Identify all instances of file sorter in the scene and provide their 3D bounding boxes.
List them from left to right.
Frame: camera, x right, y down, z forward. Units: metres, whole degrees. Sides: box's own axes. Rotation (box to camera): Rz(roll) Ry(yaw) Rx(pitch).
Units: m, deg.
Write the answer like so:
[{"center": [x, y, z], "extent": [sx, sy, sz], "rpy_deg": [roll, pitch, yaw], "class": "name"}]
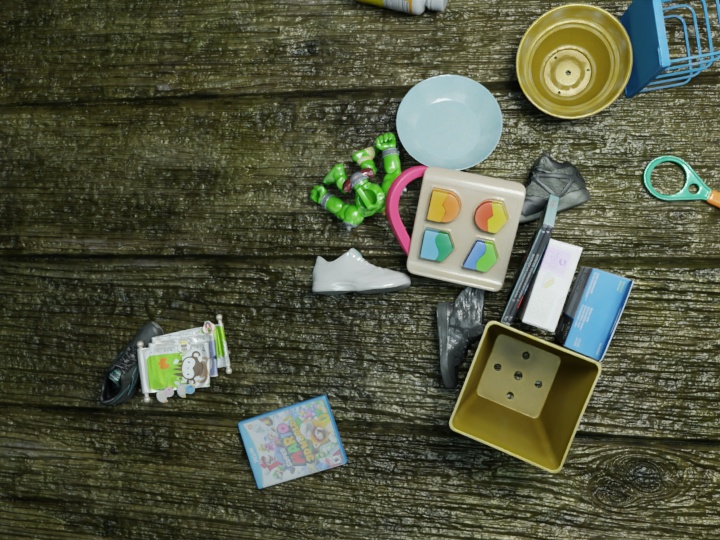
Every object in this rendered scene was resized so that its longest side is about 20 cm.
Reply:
[{"center": [0.528, -0.396, 1.089], "extent": [0.121, 0.200, 0.140], "rpy_deg": [-9, 90, 8], "class": "file sorter"}]

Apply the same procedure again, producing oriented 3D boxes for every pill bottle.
[{"center": [0.070, -0.551, 1.214], "extent": [0.198, 0.109, 0.110], "rpy_deg": [17, 94, 10], "class": "pill bottle"}]

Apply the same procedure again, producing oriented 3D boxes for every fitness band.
[{"center": [0.128, -0.100, 1.216], "extent": [0.143, 0.037, 0.201], "rpy_deg": [-30, 113, -3], "class": "fitness band"}]

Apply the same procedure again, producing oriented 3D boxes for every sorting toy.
[{"center": [0.188, -0.073, 1.166], "extent": [0.183, 0.036, 0.202], "rpy_deg": [12, 106, 7], "class": "sorting toy"}]

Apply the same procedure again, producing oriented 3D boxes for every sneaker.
[{"center": [-0.480, 0.201, 1.352], "extent": [0.075, 0.079, 0.201], "rpy_deg": [30, 95, 10], "class": "sneaker"}, {"center": [0.000, 0.000, 1.265], "extent": [0.198, 0.075, 0.090], "rpy_deg": [-1, 80, 12], "class": "sneaker"}, {"center": [0.202, 0.123, 1.232], "extent": [0.103, 0.060, 0.202], "rpy_deg": [-6, 87, 15], "class": "sneaker"}, {"center": [0.316, -0.147, 1.198], "extent": [0.198, 0.076, 0.115], "rpy_deg": [-21, 86, 7], "class": "sneaker"}]

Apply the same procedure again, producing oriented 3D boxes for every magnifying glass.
[{"center": [0.612, -0.145, 1.169], "extent": [0.198, 0.022, 0.080], "rpy_deg": [26, 96, 8], "class": "magnifying glass"}]

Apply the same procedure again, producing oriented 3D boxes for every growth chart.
[{"center": [-0.366, 0.188, 1.337], "extent": [0.198, 0.018, 0.146], "rpy_deg": [-16, 90, -8], "class": "growth chart"}]

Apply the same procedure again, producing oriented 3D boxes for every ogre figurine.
[{"center": [0.003, -0.162, 1.245], "extent": [0.199, 0.098, 0.121], "rpy_deg": [-28, 75, -1], "class": "ogre figurine"}]

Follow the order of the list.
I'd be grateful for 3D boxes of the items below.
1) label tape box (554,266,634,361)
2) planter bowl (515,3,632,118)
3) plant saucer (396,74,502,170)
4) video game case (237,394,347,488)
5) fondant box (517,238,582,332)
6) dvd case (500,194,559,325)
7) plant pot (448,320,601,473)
[{"center": [0.402, 0.071, 1.122], "extent": [0.066, 0.200, 0.145], "rpy_deg": [20, 95, 11], "class": "label tape box"}, {"center": [0.383, -0.370, 1.173], "extent": [0.198, 0.083, 0.203], "rpy_deg": [0, 92, 11], "class": "planter bowl"}, {"center": [0.167, -0.274, 1.222], "extent": [0.198, 0.039, 0.203], "rpy_deg": [-1, 74, 2], "class": "plant saucer"}, {"center": [-0.141, 0.353, 1.323], "extent": [0.198, 0.018, 0.145], "rpy_deg": [-19, 89, 11], "class": "video game case"}, {"center": [0.328, 0.023, 1.135], "extent": [0.058, 0.200, 0.146], "rpy_deg": [18, 94, 9], "class": "fondant box"}, {"center": [0.299, -0.019, 1.130], "extent": [0.022, 0.146, 0.202], "rpy_deg": [22, 121, 10], "class": "dvd case"}, {"center": [0.288, 0.206, 1.158], "extent": [0.198, 0.176, 0.202], "rpy_deg": [21, 97, 9], "class": "plant pot"}]
